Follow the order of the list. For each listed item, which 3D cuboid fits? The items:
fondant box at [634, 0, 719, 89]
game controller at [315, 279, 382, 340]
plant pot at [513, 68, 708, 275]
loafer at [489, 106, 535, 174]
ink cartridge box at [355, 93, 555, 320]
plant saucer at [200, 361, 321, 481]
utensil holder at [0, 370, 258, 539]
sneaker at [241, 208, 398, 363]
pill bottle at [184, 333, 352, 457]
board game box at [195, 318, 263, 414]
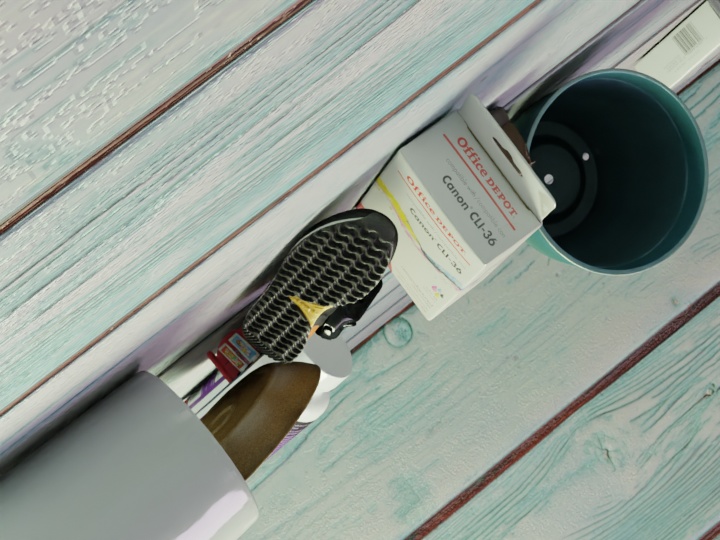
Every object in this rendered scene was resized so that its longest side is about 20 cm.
[{"bbox_3d":[0.466,-0.317,2.083,0.200,0.058,0.144,-32,172,-48],"label":"fondant box"},{"bbox_3d":[0.000,0.000,1.461,0.200,0.042,0.105,-53,163,-76],"label":"game controller"},{"bbox_3d":[0.224,-0.096,1.617,0.199,0.201,0.188,-37,-170,-14],"label":"plant pot"},{"bbox_3d":[0.120,-0.094,1.477,0.073,0.071,0.200,-38,175,-1],"label":"loafer"},{"bbox_3d":[0.071,-0.048,1.269,0.067,0.117,0.200,-35,174,-23],"label":"ink cartridge box"},{"bbox_3d":[-0.118,0.149,1.439,0.200,0.035,0.200,-43,-168,11],"label":"plant saucer"},{"bbox_3d":[-0.204,0.202,1.258,0.200,0.170,0.170,-39,176,-17],"label":"utensil holder"},{"bbox_3d":[-0.028,-0.006,1.309,0.200,0.070,0.090,-46,-170,44],"label":"sneaker"},{"bbox_3d":[-0.103,0.137,1.732,0.200,0.112,0.111,-41,175,29],"label":"pill bottle"},{"bbox_3d":[-0.109,0.070,1.519,0.158,0.039,0.200,-42,-179,-43],"label":"board game box"}]
